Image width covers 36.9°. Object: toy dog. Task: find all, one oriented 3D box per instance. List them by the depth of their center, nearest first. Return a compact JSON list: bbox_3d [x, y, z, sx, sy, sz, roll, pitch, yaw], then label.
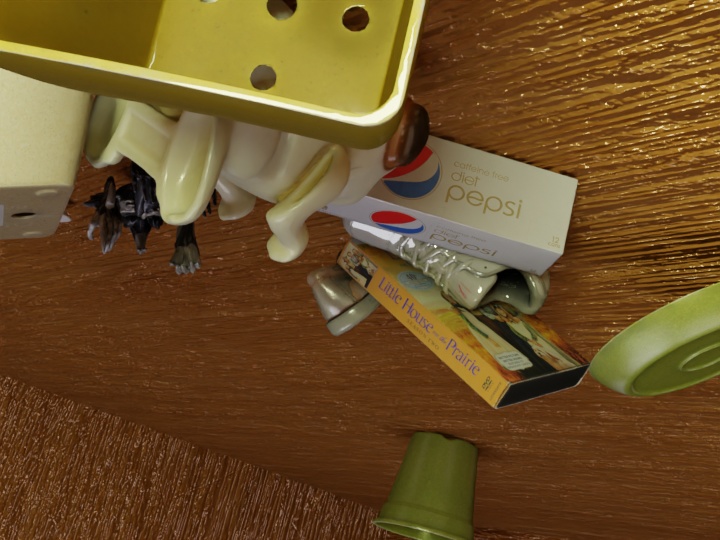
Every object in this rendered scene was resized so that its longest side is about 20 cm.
[{"bbox_3d":[-0.052,-0.107,0.709,0.139,0.195,0.200,22,-173,43],"label":"toy dog"}]

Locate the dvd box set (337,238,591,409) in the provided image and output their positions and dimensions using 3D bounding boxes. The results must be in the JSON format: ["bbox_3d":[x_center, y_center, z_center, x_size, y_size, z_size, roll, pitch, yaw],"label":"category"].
[{"bbox_3d":[0.092,0.037,0.949,0.200,0.029,0.146,43,-153,29],"label":"dvd box set"}]

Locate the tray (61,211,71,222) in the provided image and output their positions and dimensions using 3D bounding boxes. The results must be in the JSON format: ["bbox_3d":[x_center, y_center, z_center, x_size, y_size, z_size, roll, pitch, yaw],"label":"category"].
[{"bbox_3d":[-0.436,-0.086,1.273,0.199,0.022,0.107,0,156,39],"label":"tray"}]

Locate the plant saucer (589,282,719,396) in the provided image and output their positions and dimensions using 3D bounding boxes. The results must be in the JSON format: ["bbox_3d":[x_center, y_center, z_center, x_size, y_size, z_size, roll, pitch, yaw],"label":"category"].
[{"bbox_3d":[0.298,0.063,0.941,0.199,0.031,0.200,-16,155,-8],"label":"plant saucer"}]

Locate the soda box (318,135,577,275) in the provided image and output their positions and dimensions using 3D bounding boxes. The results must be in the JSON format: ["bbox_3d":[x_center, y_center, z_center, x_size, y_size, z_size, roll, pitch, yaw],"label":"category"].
[{"bbox_3d":[0.066,-0.061,0.863,0.199,0.068,0.064,16,162,-3],"label":"soda box"}]

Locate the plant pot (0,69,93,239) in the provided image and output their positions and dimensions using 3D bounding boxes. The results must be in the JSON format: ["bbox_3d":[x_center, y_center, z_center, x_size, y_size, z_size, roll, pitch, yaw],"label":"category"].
[{"bbox_3d":[-0.264,-0.117,0.681,0.199,0.178,0.200,-3,169,-22],"label":"plant pot"}]

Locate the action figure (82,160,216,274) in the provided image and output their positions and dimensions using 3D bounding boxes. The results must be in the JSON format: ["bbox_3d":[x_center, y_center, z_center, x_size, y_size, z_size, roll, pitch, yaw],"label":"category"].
[{"bbox_3d":[-0.209,-0.053,1.061,0.118,0.103,0.200,9,164,-20],"label":"action figure"}]

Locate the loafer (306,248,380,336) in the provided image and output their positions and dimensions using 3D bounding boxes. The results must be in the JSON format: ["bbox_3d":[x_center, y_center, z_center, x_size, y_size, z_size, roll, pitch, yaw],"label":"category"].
[{"bbox_3d":[0.000,0.000,1.025,0.063,0.072,0.200,53,-161,-5],"label":"loafer"}]

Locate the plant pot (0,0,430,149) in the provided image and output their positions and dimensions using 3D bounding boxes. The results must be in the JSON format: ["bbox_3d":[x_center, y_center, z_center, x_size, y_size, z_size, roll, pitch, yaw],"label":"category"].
[{"bbox_3d":[-0.050,-0.156,0.500,0.199,0.201,0.176,12,174,8],"label":"plant pot"}]

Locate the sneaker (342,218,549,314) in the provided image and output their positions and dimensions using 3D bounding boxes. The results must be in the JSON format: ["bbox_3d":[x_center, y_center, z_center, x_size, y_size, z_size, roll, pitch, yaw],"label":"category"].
[{"bbox_3d":[0.079,-0.017,0.914,0.199,0.100,0.078,14,136,-12],"label":"sneaker"}]

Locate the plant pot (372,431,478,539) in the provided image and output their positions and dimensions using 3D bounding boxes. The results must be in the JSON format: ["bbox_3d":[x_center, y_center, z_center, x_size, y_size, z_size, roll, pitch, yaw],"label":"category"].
[{"bbox_3d":[0.141,0.409,2.027,0.199,0.185,0.200,14,162,5],"label":"plant pot"}]
